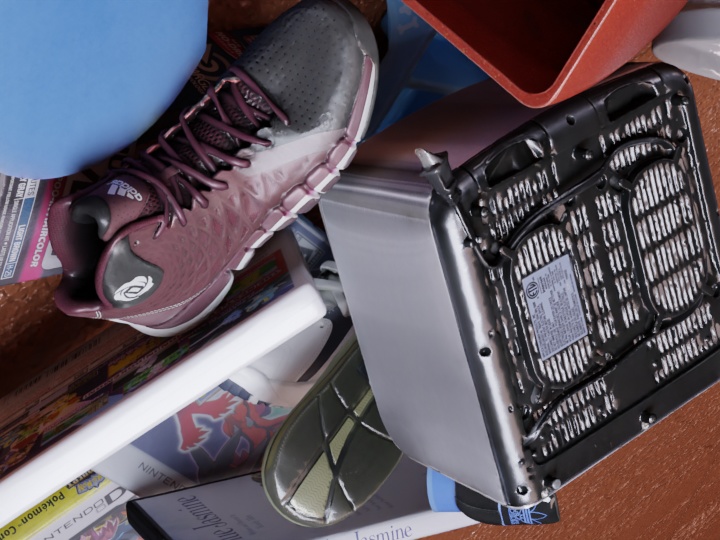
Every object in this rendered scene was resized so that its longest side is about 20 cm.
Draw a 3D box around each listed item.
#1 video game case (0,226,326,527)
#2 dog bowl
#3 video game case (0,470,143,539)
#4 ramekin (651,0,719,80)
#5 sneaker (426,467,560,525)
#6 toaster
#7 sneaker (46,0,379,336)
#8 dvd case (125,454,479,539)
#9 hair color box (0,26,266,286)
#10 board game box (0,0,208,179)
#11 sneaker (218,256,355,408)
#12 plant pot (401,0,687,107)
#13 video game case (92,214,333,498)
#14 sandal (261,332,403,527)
[{"bbox_3d":[-0.113,0.049,0.957,0.199,0.023,0.182,-33,-166,1],"label":"video game case"},{"bbox_3d":[0.038,-0.118,1.044,0.111,0.050,0.201,3,126,-50],"label":"dog bowl"},{"bbox_3d":[-0.167,0.190,1.208,0.180,0.026,0.201,-35,148,-15],"label":"video game case"},{"bbox_3d":[0.290,-0.175,1.130,0.200,0.199,0.106,10,90,-54],"label":"ramekin"},{"bbox_3d":[0.105,0.065,1.042,0.070,0.077,0.201,72,34,-46],"label":"sneaker"},{"bbox_3d":[0.089,-0.008,0.914,0.180,0.118,0.201,-29,113,-30],"label":"toaster"},{"bbox_3d":[-0.076,-0.046,0.843,0.201,0.076,0.115,-55,156,19],"label":"sneaker"},{"bbox_3d":[-0.027,0.140,1.067,0.198,0.143,0.018,-11,103,-21],"label":"dvd case"},{"bbox_3d":[-0.117,-0.061,0.924,0.199,0.061,0.100,-14,139,-41],"label":"hair color box"},{"bbox_3d":[-0.133,-0.143,0.803,0.158,0.039,0.201,-26,131,-46],"label":"board game box"},{"bbox_3d":[0.000,0.000,1.032,0.198,0.080,0.131,-4,118,-26],"label":"sneaker"},{"bbox_3d":[0.109,-0.218,0.880,0.176,0.200,0.201,-10,137,-56],"label":"plant pot"},{"bbox_3d":[-0.057,0.076,1.122,0.200,0.023,0.182,-49,128,6],"label":"video game case"},{"bbox_3d":[0.017,0.059,0.987,0.201,0.080,0.057,-39,-173,-21],"label":"sandal"}]
